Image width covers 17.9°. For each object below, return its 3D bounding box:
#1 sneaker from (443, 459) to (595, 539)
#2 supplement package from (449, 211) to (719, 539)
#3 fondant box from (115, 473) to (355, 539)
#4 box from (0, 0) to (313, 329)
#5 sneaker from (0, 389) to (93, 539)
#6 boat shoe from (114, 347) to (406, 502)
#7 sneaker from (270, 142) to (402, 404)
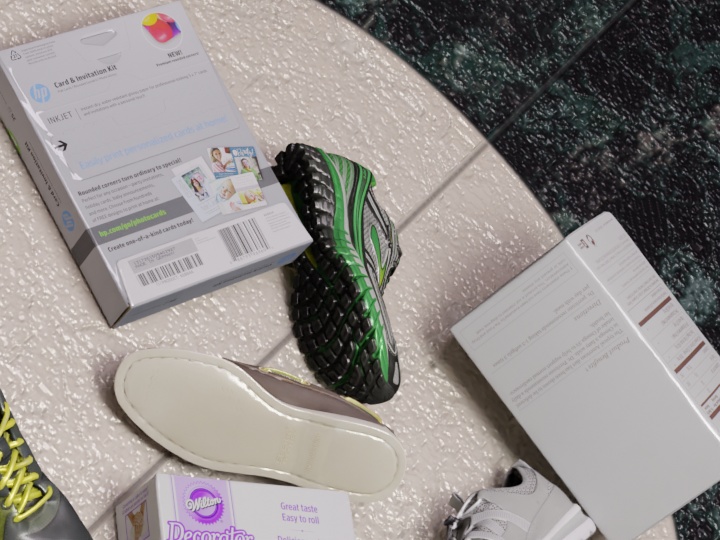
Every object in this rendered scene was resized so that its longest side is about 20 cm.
[{"bbox_3d":[0.077,0.191,1.552,0.082,0.075,0.200,51,34,10],"label":"sneaker"},{"bbox_3d":[0.181,0.077,1.640,0.200,0.117,0.117,53,23,3],"label":"supplement package"},{"bbox_3d":[-0.067,0.232,1.420,0.144,0.058,0.200,9,57,-32],"label":"fondant box"},{"bbox_3d":[-0.145,-0.075,1.559,0.156,0.041,0.200,-22,77,-35],"label":"box"},{"bbox_3d":[-0.228,0.116,1.356,0.200,0.085,0.074,44,47,-5],"label":"sneaker"},{"bbox_3d":[-0.067,0.096,1.505,0.200,0.072,0.060,19,11,-11],"label":"boat shoe"},{"bbox_3d":[0.000,0.000,1.603,0.085,0.078,0.200,6,59,-34],"label":"sneaker"}]
